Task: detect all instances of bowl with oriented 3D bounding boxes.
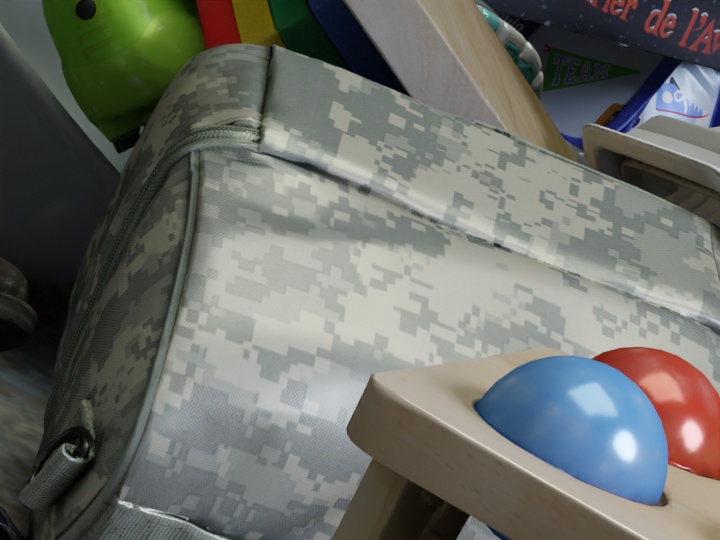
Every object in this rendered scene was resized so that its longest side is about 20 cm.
[{"bbox_3d":[-0.141,-0.066,1.037,0.201,0.090,0.201,53,9,-12],"label":"bowl"}]

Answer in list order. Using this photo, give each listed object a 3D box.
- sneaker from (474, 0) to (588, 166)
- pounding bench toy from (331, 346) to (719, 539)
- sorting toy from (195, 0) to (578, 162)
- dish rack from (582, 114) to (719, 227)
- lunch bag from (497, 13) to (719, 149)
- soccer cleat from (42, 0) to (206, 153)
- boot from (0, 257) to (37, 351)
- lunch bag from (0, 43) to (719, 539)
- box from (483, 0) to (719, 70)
[{"bbox_3d":[0.029,-0.070,1.137,0.091,0.078,0.200,50,-2,26],"label":"sneaker"},{"bbox_3d":[0.079,0.117,0.569,0.200,0.156,0.124,29,11,17],"label":"pounding bench toy"},{"bbox_3d":[0.016,-0.048,0.944,0.199,0.070,0.200,54,9,-27],"label":"sorting toy"},{"bbox_3d":[0.148,0.038,0.923,0.200,0.044,0.172,62,-7,-15],"label":"dish rack"},{"bbox_3d":[0.062,-0.063,1.294,0.170,0.200,0.124,33,12,29],"label":"lunch bag"},{"bbox_3d":[-0.068,-0.098,1.021,0.200,0.067,0.081,-55,122,-77],"label":"soccer cleat"},{"bbox_3d":[-0.161,-0.082,0.903,0.200,0.174,0.069,25,-18,4],"label":"boot"},{"bbox_3d":[0.008,0.049,0.791,0.200,0.139,0.168,23,29,-14],"label":"lunch bag"},{"bbox_3d":[0.092,-0.138,1.188,0.200,0.038,0.137,13,26,-16],"label":"box"}]
